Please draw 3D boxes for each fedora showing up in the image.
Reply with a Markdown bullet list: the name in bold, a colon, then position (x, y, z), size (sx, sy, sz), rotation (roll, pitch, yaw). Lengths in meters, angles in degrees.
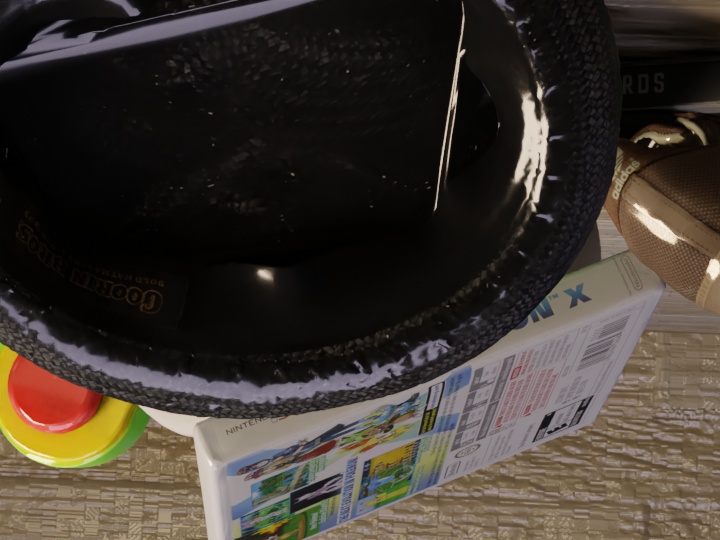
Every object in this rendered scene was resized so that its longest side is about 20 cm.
- **fedora**: position (-0.031, -0.055, 0.635), size (0.200, 0.201, 0.092), rotation (3, -151, -4)

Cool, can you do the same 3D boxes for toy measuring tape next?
- **toy measuring tape**: position (-0.090, 0.062, 0.993), size (0.199, 0.074, 0.074), rotation (14, 178, 11)

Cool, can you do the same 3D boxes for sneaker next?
- **sneaker**: position (0.140, -0.035, 0.857), size (0.075, 0.071, 0.200), rotation (37, -165, 11)

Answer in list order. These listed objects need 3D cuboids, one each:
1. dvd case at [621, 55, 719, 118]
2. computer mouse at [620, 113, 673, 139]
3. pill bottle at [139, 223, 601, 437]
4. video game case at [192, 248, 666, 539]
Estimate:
- **dvd case**: position (0.134, -0.065, 1.007), size (0.150, 0.025, 0.200), rotation (-1, 175, 32)
- **computer mouse**: position (0.160, -0.037, 0.973), size (0.058, 0.034, 0.200), rotation (-4, 172, 41)
- **pill bottle**: position (0.000, 0.000, 0.931), size (0.200, 0.114, 0.113), rotation (-8, -176, -43)
- **video game case**: position (0.023, 0.061, 0.912), size (0.182, 0.022, 0.200), rotation (-21, 164, -9)
